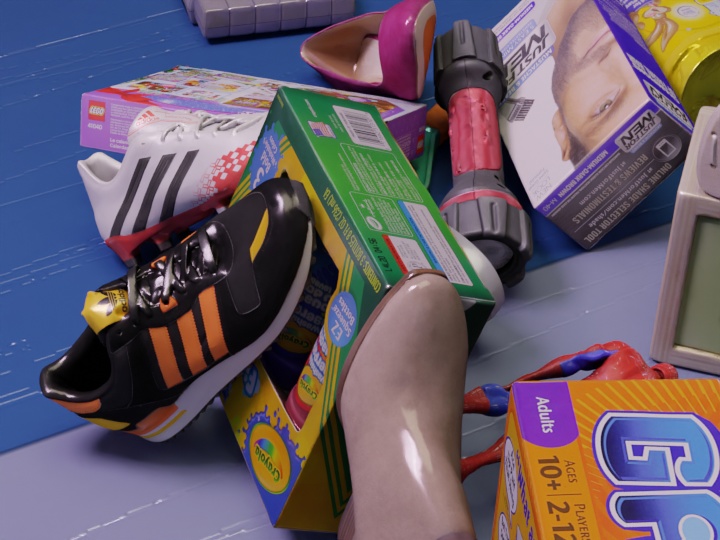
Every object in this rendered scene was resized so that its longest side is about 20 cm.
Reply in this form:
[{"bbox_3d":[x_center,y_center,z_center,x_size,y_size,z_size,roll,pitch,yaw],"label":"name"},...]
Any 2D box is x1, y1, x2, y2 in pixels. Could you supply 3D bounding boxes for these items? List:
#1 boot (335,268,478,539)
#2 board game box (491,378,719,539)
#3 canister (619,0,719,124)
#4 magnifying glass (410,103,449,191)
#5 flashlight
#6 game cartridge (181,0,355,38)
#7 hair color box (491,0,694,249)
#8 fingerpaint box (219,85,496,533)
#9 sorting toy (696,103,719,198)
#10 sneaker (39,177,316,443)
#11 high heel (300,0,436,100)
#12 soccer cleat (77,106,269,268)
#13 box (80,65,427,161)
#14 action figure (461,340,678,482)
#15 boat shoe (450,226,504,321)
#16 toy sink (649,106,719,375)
[{"bbox_3d":[0.033,0.120,0.973,0.069,0.202,0.146,2,27,-18],"label":"boot"},{"bbox_3d":[0.168,0.189,0.885,0.198,0.201,0.201,-1,38,-5],"label":"board game box"},{"bbox_3d":[0.243,-0.185,1.481,0.147,0.087,0.200,-16,40,-23],"label":"canister"},{"bbox_3d":[0.037,-0.087,1.390,0.079,0.023,0.200,22,40,24],"label":"magnifying glass"},{"bbox_3d":[0.076,-0.081,1.310,0.068,0.068,0.202,24,46,-30],"label":"flashlight"},{"bbox_3d":[-0.092,-0.252,1.589,0.128,0.039,0.201,-11,39,-12],"label":"game cartridge"},{"bbox_3d":[0.151,-0.121,1.362,0.065,0.109,0.201,33,23,-33],"label":"hair color box"},{"bbox_3d":[-0.020,0.021,1.114,0.073,0.168,0.201,9,32,-28],"label":"fingerpaint box"},{"bbox_3d":[0.303,-0.140,1.132,0.106,0.181,0.199,31,46,32],"label":"sorting toy"},{"bbox_3d":[-0.103,0.021,1.082,0.089,0.200,0.070,15,41,-35],"label":"sneaker"},{"bbox_3d":[0.002,-0.160,1.378,0.095,0.068,0.200,11,2,0],"label":"high heel"},{"bbox_3d":[-0.100,-0.073,1.232,0.199,0.086,0.069,-27,4,36],"label":"soccer cleat"},{"bbox_3d":[-0.071,-0.098,1.328,0.198,0.040,0.137,11,17,23],"label":"box"},{"bbox_3d":[0.114,0.082,1.141,0.199,0.052,0.066,-14,61,-35],"label":"action figure"},{"bbox_3d":[0.000,0.000,1.244,0.199,0.073,0.071,21,47,39],"label":"boat shoe"},{"bbox_3d":[0.289,-0.002,1.207,0.198,0.131,0.112,12,38,10],"label":"toy sink"}]
